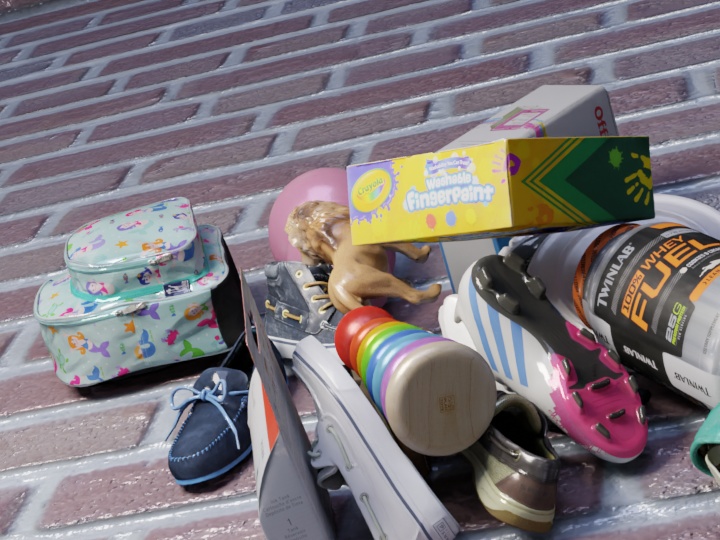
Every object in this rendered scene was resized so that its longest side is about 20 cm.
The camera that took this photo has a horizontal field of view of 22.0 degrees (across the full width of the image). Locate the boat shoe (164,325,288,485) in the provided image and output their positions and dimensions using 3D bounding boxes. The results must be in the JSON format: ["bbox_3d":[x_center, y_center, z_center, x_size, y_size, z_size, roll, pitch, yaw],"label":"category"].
[{"bbox_3d":[-0.125,0.114,1.611,0.084,0.069,0.200,-10,22,17],"label":"boat shoe"}]

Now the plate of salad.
[{"bbox_3d":[0.240,0.014,1.594,0.199,0.048,0.201,-9,48,10],"label":"plate of salad"}]

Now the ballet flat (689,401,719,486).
[{"bbox_3d":[0.294,0.145,1.254,0.070,0.067,0.200,-47,28,-10],"label":"ballet flat"}]

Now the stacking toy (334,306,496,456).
[{"bbox_3d":[0.030,0.075,1.416,0.085,0.086,0.200,-21,17,-13],"label":"stacking toy"}]

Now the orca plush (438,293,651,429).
[{"bbox_3d":[0.152,0.078,1.501,0.199,0.106,0.071,16,-3,38],"label":"orca plush"}]

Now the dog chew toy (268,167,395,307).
[{"bbox_3d":[-0.021,-0.019,1.807,0.124,0.125,0.200,-18,29,-4],"label":"dog chew toy"}]

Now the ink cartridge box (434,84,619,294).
[{"bbox_3d":[0.163,-0.075,1.767,0.200,0.145,0.084,-32,25,-36],"label":"ink cartridge box"}]

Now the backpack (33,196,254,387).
[{"bbox_3d":[-0.220,0.026,1.808,0.199,0.151,0.178,-21,22,0],"label":"backpack"}]

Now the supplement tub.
[{"bbox_3d":[0.260,0.035,1.433,0.122,0.123,0.200,-25,27,-23],"label":"supplement tub"}]

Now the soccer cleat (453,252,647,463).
[{"bbox_3d":[0.145,0.076,1.428,0.070,0.087,0.200,-22,64,-32],"label":"soccer cleat"}]

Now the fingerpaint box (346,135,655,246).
[{"bbox_3d":[0.114,-0.063,1.533,0.166,0.074,0.199,-4,-1,-40],"label":"fingerpaint box"}]

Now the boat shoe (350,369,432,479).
[{"bbox_3d":[0.038,0.111,1.494,0.068,0.072,0.200,-18,21,-2],"label":"boat shoe"}]

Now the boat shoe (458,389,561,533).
[{"bbox_3d":[0.110,0.123,1.393,0.073,0.065,0.200,18,18,-23],"label":"boat shoe"}]

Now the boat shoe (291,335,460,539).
[{"bbox_3d":[-0.008,0.134,1.369,0.067,0.074,0.200,-36,56,-4],"label":"boat shoe"}]

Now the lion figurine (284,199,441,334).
[{"bbox_3d":[0.000,0.000,1.582,0.122,0.073,0.200,23,14,-14],"label":"lion figurine"}]

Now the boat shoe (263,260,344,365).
[{"bbox_3d":[-0.029,0.034,1.663,0.071,0.092,0.200,-7,5,-36],"label":"boat shoe"}]

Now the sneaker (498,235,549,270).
[{"bbox_3d":[0.208,-0.008,1.674,0.199,0.078,0.091,-27,30,-16],"label":"sneaker"}]

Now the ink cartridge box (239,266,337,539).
[{"bbox_3d":[-0.070,0.119,1.372,0.057,0.201,0.163,-24,21,3],"label":"ink cartridge box"}]
